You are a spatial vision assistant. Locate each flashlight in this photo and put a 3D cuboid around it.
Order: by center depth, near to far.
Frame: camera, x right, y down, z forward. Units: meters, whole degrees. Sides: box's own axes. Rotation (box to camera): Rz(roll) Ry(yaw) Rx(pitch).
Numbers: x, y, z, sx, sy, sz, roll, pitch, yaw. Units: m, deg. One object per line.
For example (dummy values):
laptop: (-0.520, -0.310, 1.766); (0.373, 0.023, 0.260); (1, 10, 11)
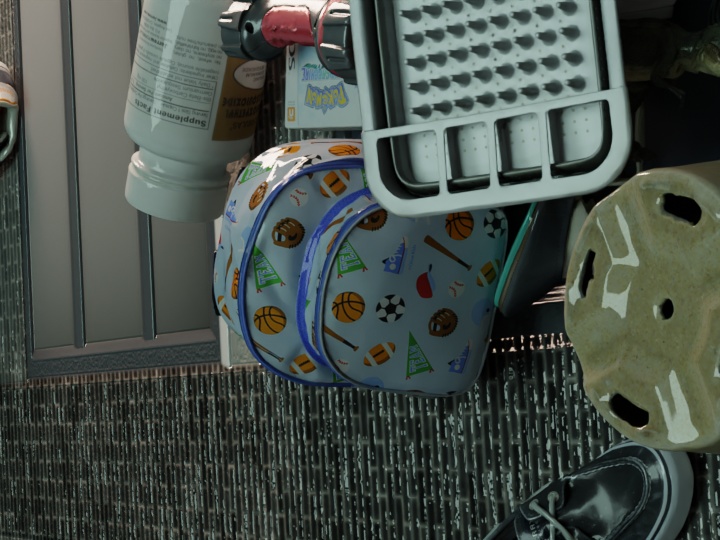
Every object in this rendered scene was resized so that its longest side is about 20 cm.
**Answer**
flashlight: (-0.040, -0.175, 1.193); (0.200, 0.068, 0.068); (14, 105, 54)

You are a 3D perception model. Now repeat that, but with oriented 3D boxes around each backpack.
backpack: (0.000, 0.000, 1.087); (0.154, 0.190, 0.201); (-142, 58, -71)

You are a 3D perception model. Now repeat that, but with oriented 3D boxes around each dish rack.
dish rack: (0.077, -0.137, 0.926); (0.171, 0.044, 0.201); (-7, 89, 33)

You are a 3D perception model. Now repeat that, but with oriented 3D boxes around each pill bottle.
pill bottle: (-0.143, -0.149, 1.379); (0.114, 0.114, 0.200); (38, 121, 49)

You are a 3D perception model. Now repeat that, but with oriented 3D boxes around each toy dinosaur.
toy dinosaur: (0.139, -0.112, 0.939); (0.200, 0.047, 0.088); (14, 106, 27)

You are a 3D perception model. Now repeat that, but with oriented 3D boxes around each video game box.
video game box: (0.011, -0.198, 1.215); (0.200, 0.047, 0.183); (5, 97, 56)

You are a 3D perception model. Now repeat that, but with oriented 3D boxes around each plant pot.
plant pot: (0.211, 0.016, 0.800); (0.200, 0.183, 0.201); (0, 90, 56)

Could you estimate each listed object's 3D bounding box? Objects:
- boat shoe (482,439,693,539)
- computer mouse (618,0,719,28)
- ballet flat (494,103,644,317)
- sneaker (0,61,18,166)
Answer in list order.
boat shoe: (0.131, 0.166, 1.020); (0.200, 0.068, 0.072); (-45, 55, 46)
computer mouse: (0.167, -0.184, 0.985); (0.200, 0.044, 0.110); (0, 91, 56)
ballet flat: (0.139, -0.053, 1.007); (0.073, 0.073, 0.200); (39, 122, 49)
sneaker: (-0.456, -0.145, 1.874); (0.200, 0.078, 0.079); (-63, 37, 32)
